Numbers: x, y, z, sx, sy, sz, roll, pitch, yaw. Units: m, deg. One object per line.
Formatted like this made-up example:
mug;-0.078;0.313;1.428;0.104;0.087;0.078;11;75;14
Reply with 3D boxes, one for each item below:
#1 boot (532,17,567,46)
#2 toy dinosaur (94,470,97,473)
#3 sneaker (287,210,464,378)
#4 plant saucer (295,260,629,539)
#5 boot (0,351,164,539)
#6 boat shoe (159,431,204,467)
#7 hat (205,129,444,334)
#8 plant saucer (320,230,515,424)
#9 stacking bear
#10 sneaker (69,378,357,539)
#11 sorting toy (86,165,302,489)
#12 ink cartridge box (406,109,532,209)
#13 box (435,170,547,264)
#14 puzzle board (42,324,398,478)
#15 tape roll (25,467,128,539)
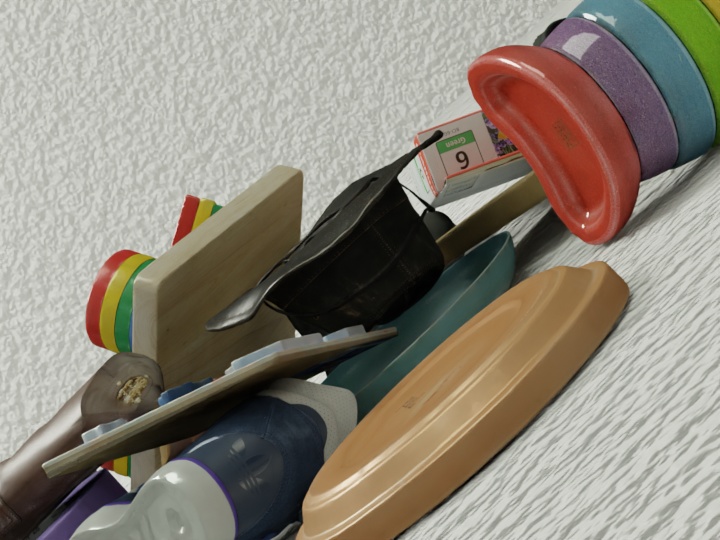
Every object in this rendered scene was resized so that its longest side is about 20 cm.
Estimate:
boot;0.217;-0.188;1.549;0.158;0.079;0.211;-40;-1;35
toy dinosaur;-0.240;0.186;1.541;0.102;0.200;0.136;2;71;65
sneaker;0.010;-0.004;1.629;0.076;0.091;0.200;-41;3;36
plant saucer;0.042;0.063;1.056;0.200;0.032;0.200;-42;3;3
boot;-0.209;0.135;1.330;0.200;0.064;0.186;-38;6;28
boat shoe;-0.089;0.125;1.424;0.070;0.070;0.200;-37;12;11
hat;0.000;0.000;1.381;0.201;0.081;0.201;-43;5;5
plant saucer;0.024;0.052;1.361;0.200;0.027;0.200;-43;4;3
stacking bear;0.178;-0.123;1.210;0.200;0.121;0.114;-36;0;-15
sneaker;-0.071;0.127;1.240;0.146;0.081;0.200;-32;-9;-35
sorting toy;-0.122;0.045;1.584;0.200;0.070;0.199;-42;-37;-52
ink cartridge box;0.095;-0.092;1.622;0.109;0.050;0.200;-20;-4;-3
box;0.132;-0.067;1.438;0.163;0.021;0.200;-34;0;-30
puzzle board;-0.075;0.068;1.263;0.151;0.017;0.200;-27;-6;19
tape roll;-0.203;0.220;1.381;0.200;0.085;0.200;-42;3;3
